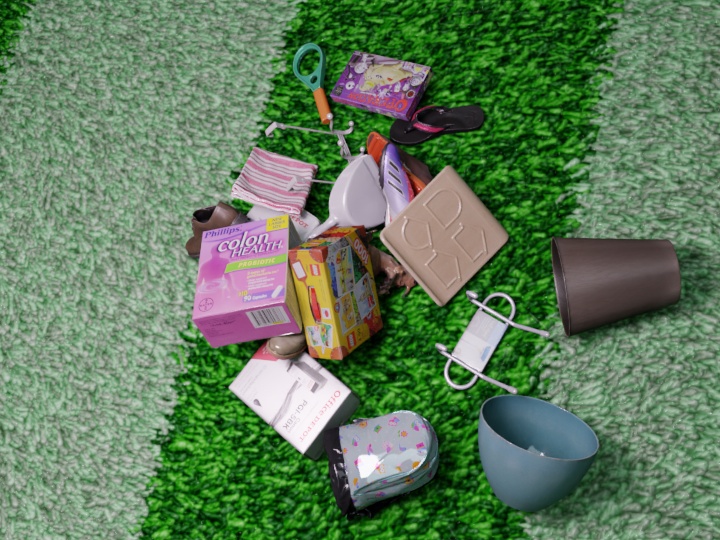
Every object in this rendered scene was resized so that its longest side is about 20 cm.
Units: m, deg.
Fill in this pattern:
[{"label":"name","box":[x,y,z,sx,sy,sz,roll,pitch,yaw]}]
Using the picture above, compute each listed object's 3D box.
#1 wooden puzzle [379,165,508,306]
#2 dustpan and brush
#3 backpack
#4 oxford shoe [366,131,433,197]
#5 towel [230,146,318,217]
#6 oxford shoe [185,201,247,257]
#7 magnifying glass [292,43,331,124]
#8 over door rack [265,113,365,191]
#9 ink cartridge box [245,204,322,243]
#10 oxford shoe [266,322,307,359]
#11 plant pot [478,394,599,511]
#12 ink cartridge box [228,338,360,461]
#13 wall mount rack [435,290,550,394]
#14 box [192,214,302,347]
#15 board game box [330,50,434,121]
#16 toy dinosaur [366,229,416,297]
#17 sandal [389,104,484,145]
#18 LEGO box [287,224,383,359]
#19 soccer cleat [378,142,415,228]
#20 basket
[{"label":"wooden puzzle","box":[0.156,-0.065,1.591,0.200,0.046,0.186,-45,101,-10]},{"label":"dustpan and brush","box":[-0.029,-0.113,1.633,0.200,0.141,0.057,-45,28,-27]},{"label":"backpack","box":[0.042,0.328,1.467,0.196,0.127,0.169,-16,64,3]},{"label":"oxford shoe","box":[0.087,-0.202,1.682,0.072,0.071,0.201,-22,66,-39]},{"label":"towel","box":[-0.167,-0.183,1.676,0.144,0.030,0.201,17,36,-2]},{"label":"oxford shoe","box":[-0.305,-0.088,1.679,0.084,0.199,0.073,38,49,-19]},{"label":"magnifying glass","box":[-0.096,-0.401,1.802,0.079,0.022,0.203,-29,64,23]},{"label":"over door rack","box":[-0.072,-0.236,1.678,0.197,0.067,0.150,-6,62,-32]},{"label":"ink cartridge box","box":[-0.179,-0.040,1.672,0.146,0.083,0.201,34,81,22]},{"label":"oxford shoe","box":[-0.111,0.090,1.556,0.070,0.075,0.200,28,36,7]},{"label":"plant pot","box":[0.280,0.316,1.398,0.197,0.200,0.137,18,109,18]},{"label":"ink cartridge box","box":[-0.121,0.229,1.563,0.199,0.083,0.147,35,81,22]},{"label":"wall mount rack","box":[0.237,0.133,1.519,0.172,0.075,0.202,29,80,21]},{"label":"box","box":[-0.199,0.018,1.529,0.173,0.097,0.203,-10,51,11]},{"label":"board game box","box":[0.043,-0.388,1.756,0.198,0.032,0.122,21,80,32]},{"label":"toy dinosaur","box":[0.000,0.000,1.622,0.197,0.086,0.138,-13,92,21]},{"label":"sandal","box":[0.152,-0.307,1.712,0.196,0.045,0.076,-10,69,10]},{"label":"LEGO box","box":[-0.042,0.036,1.525,0.076,0.148,0.204,0,110,34]},{"label":"soccer cleat","box":[0.080,-0.146,1.620,0.072,0.068,0.204,-1,103,23]},{"label":"basket","box":[0.450,0.014,1.485,0.196,0.136,0.184,-9,72,6]}]
